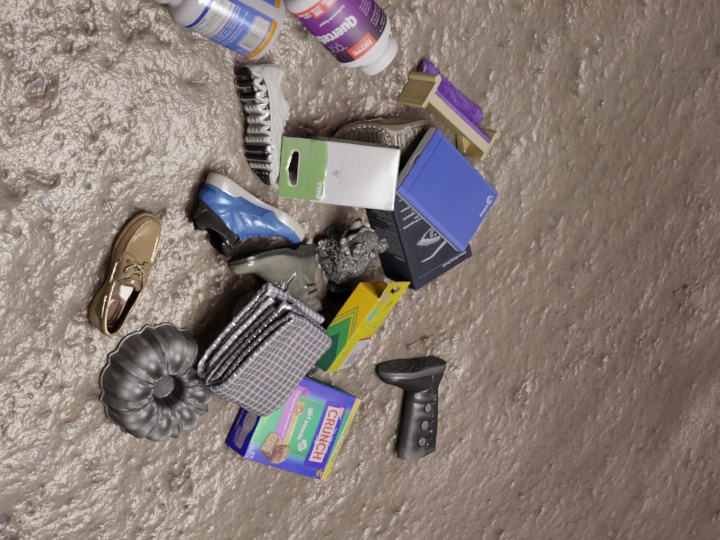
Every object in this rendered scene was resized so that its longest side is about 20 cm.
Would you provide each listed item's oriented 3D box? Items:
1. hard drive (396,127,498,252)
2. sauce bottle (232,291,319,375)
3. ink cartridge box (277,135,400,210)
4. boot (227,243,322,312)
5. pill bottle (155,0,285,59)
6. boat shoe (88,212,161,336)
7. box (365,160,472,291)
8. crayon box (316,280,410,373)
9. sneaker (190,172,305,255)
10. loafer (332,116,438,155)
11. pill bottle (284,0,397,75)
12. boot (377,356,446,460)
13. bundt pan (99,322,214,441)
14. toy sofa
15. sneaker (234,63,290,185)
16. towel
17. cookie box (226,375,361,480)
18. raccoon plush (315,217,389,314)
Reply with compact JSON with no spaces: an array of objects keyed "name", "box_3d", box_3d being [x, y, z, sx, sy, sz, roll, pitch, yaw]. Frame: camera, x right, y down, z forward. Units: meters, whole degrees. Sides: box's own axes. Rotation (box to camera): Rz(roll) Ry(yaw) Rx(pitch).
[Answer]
[{"name":"hard drive","box_3d":[0.155,-0.142,1.720,0.200,0.025,0.133,39,80,-36]},{"name":"sauce bottle","box_3d":[-0.143,0.116,1.697,0.065,0.064,0.200,-52,128,-11]},{"name":"ink cartridge box","box_3d":[-0.036,-0.167,1.615,0.197,0.059,0.105,6,104,-5]},{"name":"boot","box_3d":[-0.136,0.027,1.633,0.199,0.067,0.133,-9,94,-49]},{"name":"pill bottle","box_3d":[-0.222,-0.409,1.449,0.199,0.112,0.113,21,92,-37]},{"name":"boat shoe","box_3d":[-0.359,0.008,1.509,0.071,0.064,0.202,22,91,-37]},{"name":"box","box_3d":[0.105,-0.089,1.782,0.147,0.104,0.202,-29,120,-25]},{"name":"crayon box","box_3d":[0.000,0.087,1.726,0.201,0.051,0.127,-54,164,12]},{"name":"sneaker","box_3d":[-0.191,-0.067,1.595,0.199,0.076,0.112,32,80,-33]},{"name":"loafer","box_3d":[0.041,-0.235,1.718,0.197,0.068,0.077,-7,107,-17]},{"name":"pill bottle","box_3d":[-0.027,-0.416,1.583,0.200,0.112,0.113,39,81,-36]},{"name":"boot","box_3d":[0.093,0.282,1.919,0.163,0.065,0.203,-2,110,-33]},{"name":"bundt pan","box_3d":[-0.324,0.193,1.585,0.200,0.075,0.205,-12,111,-33]},{"name":"toy sofa","box_3d":[0.172,-0.298,1.779,0.199,0.083,0.098,35,85,-37]},{"name":"sneaker","box_3d":[-0.149,-0.241,1.581,0.080,0.075,0.203,-21,116,-38]},{"name":"towel","box_3d":[-0.151,0.139,1.589,0.200,0.086,0.165,-47,141,3]},{"name":"cookie box","box_3d":[-0.119,0.276,1.754,0.199,0.075,0.173,25,89,-38]},{"name":"raccoon plush","box_3d":[0.000,0.000,1.715,0.096,0.133,0.202,-30,119,-25]}]
